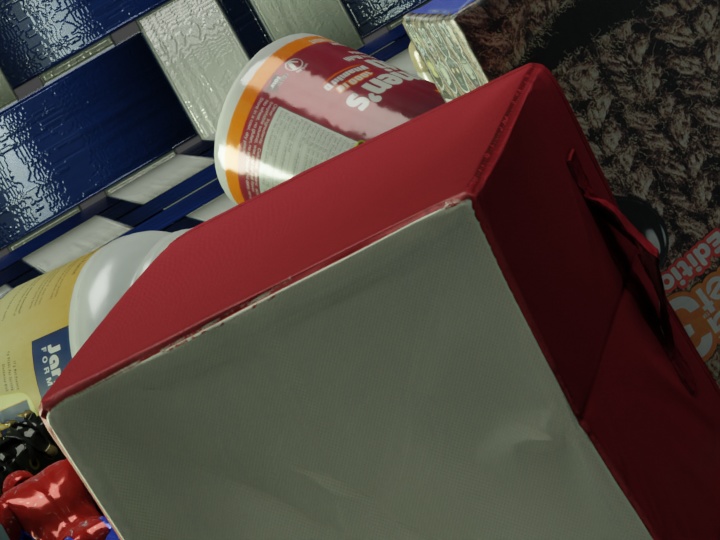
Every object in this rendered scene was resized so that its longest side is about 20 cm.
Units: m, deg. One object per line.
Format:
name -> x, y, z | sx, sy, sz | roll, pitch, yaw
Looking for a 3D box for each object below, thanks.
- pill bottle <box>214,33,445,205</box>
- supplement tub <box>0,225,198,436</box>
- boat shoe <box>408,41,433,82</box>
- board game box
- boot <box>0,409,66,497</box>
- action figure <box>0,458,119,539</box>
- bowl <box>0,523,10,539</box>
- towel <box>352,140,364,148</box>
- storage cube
pill bottle -> 0.024, -0.050, 1.400 | 0.199, 0.110, 0.109 | 26, 46, 35
supplement tub -> -0.137, 0.063, 1.417 | 0.199, 0.145, 0.144 | -23, 11, 36
boat shoe -> 0.120, -0.158, 1.531 | 0.199, 0.065, 0.072 | -31, 17, -14
board game box -> 0.139, -0.054, 1.039 | 0.159, 0.201, 0.097 | -31, 10, -6
boot -> -0.195, 0.100, 1.253 | 0.138, 0.077, 0.200 | -49, -21, -24
action figure -> -0.110, 0.150, 1.166 | 0.065, 0.099, 0.200 | -29, 31, -21
bowl -> -0.220, 0.153, 1.093 | 0.200, 0.202, 0.105 | -25, -2, 25
towel -> 0.000, 0.000, 1.361 | 0.018, 0.086, 0.200 | -49, -1, -26
storage cube -> 0.017, 0.055, 0.923 | 0.199, 0.171, 0.180 | -26, 11, 17
